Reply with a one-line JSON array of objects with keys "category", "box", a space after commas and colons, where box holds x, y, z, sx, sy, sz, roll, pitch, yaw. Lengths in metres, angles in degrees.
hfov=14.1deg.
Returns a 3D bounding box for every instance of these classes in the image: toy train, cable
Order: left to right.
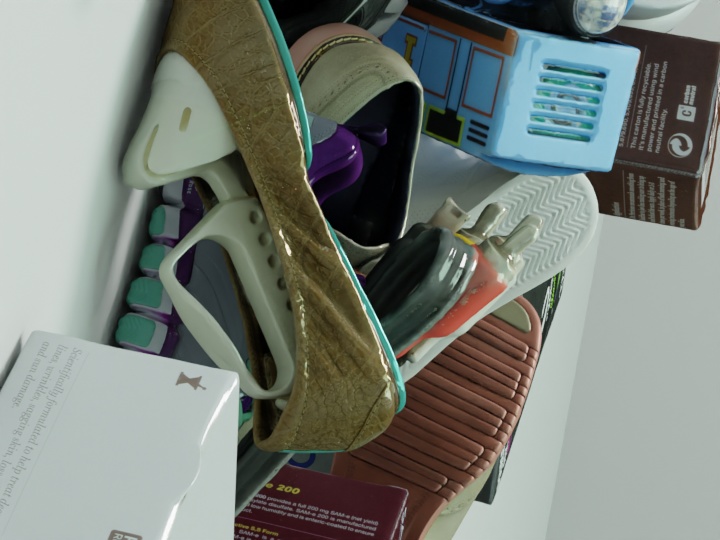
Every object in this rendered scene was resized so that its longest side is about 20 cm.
[{"category": "cable", "box": [0.000, 0.048, 1.171, 0.200, 0.050, 0.097, -52, -171, 1]}, {"category": "toy train", "box": [0.048, -0.115, 1.310, 0.200, 0.086, 0.115, 28, -73, 54]}]

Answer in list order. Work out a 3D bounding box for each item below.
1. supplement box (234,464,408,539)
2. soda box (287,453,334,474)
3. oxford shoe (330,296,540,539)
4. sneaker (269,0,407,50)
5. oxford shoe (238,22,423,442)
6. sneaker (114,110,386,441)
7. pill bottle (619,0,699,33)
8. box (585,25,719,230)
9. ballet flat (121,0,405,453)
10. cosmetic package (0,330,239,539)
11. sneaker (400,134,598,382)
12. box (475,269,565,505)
[{"category": "supplement box", "box": [-0.056, 0.163, 1.212, 0.200, 0.108, 0.061, -66, 166, -50]}, {"category": "soda box", "box": [-0.032, 0.117, 1.423, 0.063, 0.068, 0.201, -53, 154, -68]}, {"category": "oxford shoe", "box": [0.020, 0.099, 1.356, 0.200, 0.071, 0.074, -57, 166, -11]}, {"category": "sneaker", "box": [0.004, -0.167, 1.214, 0.090, 0.066, 0.200, -32, 154, -50]}, {"category": "oxford shoe", "box": [-0.025, -0.002, 1.220, 0.074, 0.070, 0.201, 35, -67, 61]}, {"category": "sneaker", "box": [-0.048, 0.026, 1.150, 0.074, 0.087, 0.201, 49, 53, -79]}, {"category": "pill bottle", "box": [0.114, -0.164, 1.476, 0.200, 0.113, 0.114, 164, -60, -75]}, {"category": "box", "box": [0.077, -0.081, 1.436, 0.100, 0.199, 0.075, 69, 31, -75]}, {"category": "ballet flat", "box": [-0.047, -0.022, 1.098, 0.068, 0.072, 0.201, -11, -81, 64]}, {"category": "cosmetic package", "box": [-0.095, 0.134, 1.025, 0.113, 0.081, 0.201, -68, 165, -50]}, {"category": "sneaker", "box": [0.000, 0.000, 1.333, 0.116, 0.199, 0.074, 32, -35, 63]}, {"category": "box", "box": [0.040, -0.002, 1.548, 0.200, 0.124, 0.149, -66, 165, -52]}]
